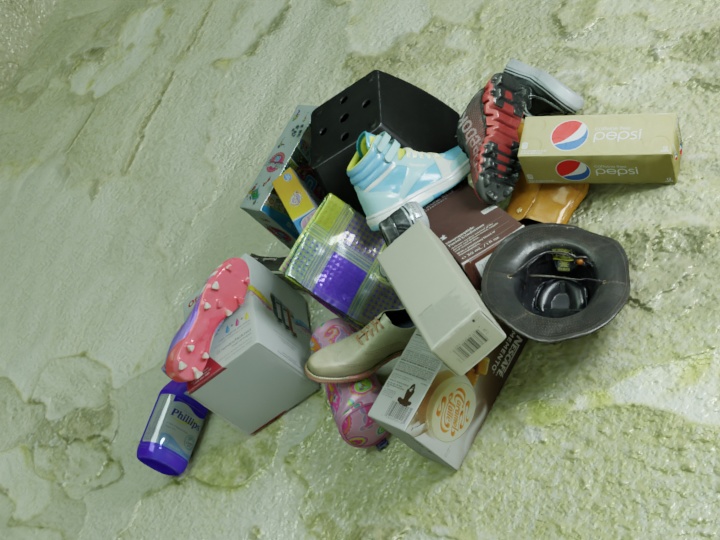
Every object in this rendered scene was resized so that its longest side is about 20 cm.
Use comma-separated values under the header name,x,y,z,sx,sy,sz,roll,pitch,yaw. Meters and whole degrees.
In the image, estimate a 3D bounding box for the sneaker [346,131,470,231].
name,x,y,z,sx,sy,sz,roll,pitch,yaw
sneaker,0.069,-0.158,1.659,0.199,0.131,0.079,-34,8,-20

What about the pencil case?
name,x,y,z,sx,sy,sz,roll,pitch,yaw
pencil case,-0.012,0.155,1.634,0.087,0.087,0.200,-42,37,12

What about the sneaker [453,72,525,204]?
name,x,y,z,sx,sy,sz,roll,pitch,yaw
sneaker,0.175,-0.171,1.624,0.098,0.070,0.202,-29,46,48

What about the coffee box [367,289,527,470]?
name,x,y,z,sx,sy,sz,roll,pitch,yaw
coffee box,0.114,0.132,1.493,0.079,0.114,0.201,15,69,51

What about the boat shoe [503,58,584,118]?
name,x,y,z,sx,sy,sz,roll,pitch,yaw
boat shoe,0.257,-0.251,1.720,0.071,0.072,0.200,-56,25,7

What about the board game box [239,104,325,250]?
name,x,y,z,sx,sy,sz,roll,pitch,yaw
board game box,-0.087,-0.144,1.919,0.064,0.147,0.201,11,68,48

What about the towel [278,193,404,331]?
name,x,y,z,sx,sy,sz,roll,pitch,yaw
towel,0.000,0.000,1.670,0.144,0.199,0.023,-58,15,-12

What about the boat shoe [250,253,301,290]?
name,x,y,z,sx,sy,sz,roll,pitch,yaw
boat shoe,-0.132,-0.005,1.914,0.199,0.067,0.057,-2,62,50

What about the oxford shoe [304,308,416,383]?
name,x,y,z,sx,sy,sz,roll,pitch,yaw
oxford shoe,0.015,0.090,1.586,0.199,0.074,0.071,-21,43,-18

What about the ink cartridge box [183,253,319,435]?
name,x,y,z,sx,sy,sz,roll,pitch,yaw
ink cartridge box,-0.169,0.110,1.787,0.145,0.144,0.201,-36,37,19

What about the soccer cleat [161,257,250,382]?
name,x,y,z,sx,sy,sz,roll,pitch,yaw
soccer cleat,-0.227,0.068,1.711,0.076,0.067,0.201,2,63,52

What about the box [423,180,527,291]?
name,x,y,z,sx,sy,sz,roll,pitch,yaw
box,0.151,-0.042,1.598,0.100,0.075,0.200,-32,27,-6

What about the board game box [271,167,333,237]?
name,x,y,z,sx,sy,sz,roll,pitch,yaw
board game box,-0.052,-0.052,1.794,0.040,0.153,0.200,-38,37,5

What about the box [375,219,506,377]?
name,x,y,z,sx,sy,sz,roll,pitch,yaw
box,0.096,0.031,1.446,0.082,0.068,0.200,-40,38,10

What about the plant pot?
name,x,y,z,sx,sy,sz,roll,pitch,yaw
plant pot,0.030,-0.181,1.800,0.199,0.177,0.201,-28,42,26

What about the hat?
name,x,y,z,sx,sy,sz,roll,pitch,yaw
hat,0.239,0.034,1.452,0.199,0.081,0.202,-5,43,4

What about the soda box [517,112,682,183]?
name,x,y,z,sx,sy,sz,roll,pitch,yaw
soda box,0.309,-0.156,1.522,0.198,0.064,0.068,1,59,25

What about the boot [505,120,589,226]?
name,x,y,z,sx,sy,sz,roll,pitch,yaw
boot,0.228,-0.126,1.630,0.201,0.071,0.145,20,74,48

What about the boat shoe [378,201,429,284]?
name,x,y,z,sx,sy,sz,roll,pitch,yaw
boat shoe,0.057,-0.012,1.595,0.070,0.201,0.072,-21,47,-8

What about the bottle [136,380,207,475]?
name,x,y,z,sx,sy,sz,roll,pitch,yaw
bottle,-0.284,0.219,1.868,0.065,0.083,0.201,-8,53,43
